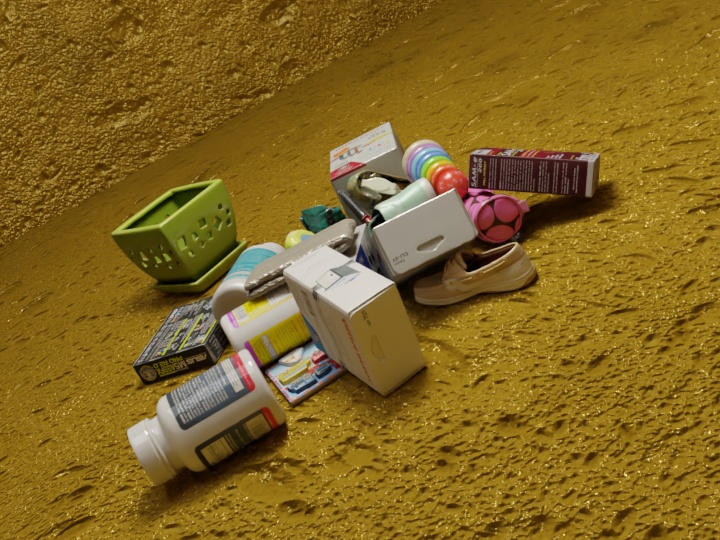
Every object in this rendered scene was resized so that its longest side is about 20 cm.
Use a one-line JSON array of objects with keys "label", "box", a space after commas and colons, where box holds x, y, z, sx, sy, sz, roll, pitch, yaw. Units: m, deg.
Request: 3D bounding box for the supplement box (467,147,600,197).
[{"label": "supplement box", "box": [0.284, -0.162, 1.535, 0.199, 0.061, 0.109, 5, 14, 17]}]

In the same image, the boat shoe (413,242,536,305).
[{"label": "boat shoe", "box": [0.163, -0.001, 1.421, 0.199, 0.069, 0.074, -14, 25, 29]}]

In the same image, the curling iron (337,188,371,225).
[{"label": "curling iron", "box": [0.008, -0.084, 1.708, 0.049, 0.026, 0.200, -17, 53, -20]}]

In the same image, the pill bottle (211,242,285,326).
[{"label": "pill bottle", "box": [-0.187, 0.025, 1.706, 0.110, 0.111, 0.200, -17, 24, 23]}]

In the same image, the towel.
[{"label": "towel", "box": [-0.096, -0.020, 1.537, 0.199, 0.035, 0.133, -27, 13, 9]}]

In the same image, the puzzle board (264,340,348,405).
[{"label": "puzzle board", "box": [-0.045, 0.124, 1.453, 0.199, 0.017, 0.151, -31, 22, -12]}]

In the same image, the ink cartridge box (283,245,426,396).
[{"label": "ink cartridge box", "box": [-0.011, 0.067, 1.333, 0.086, 0.147, 0.200, -33, 30, -20]}]

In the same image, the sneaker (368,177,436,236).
[{"label": "sneaker", "box": [0.059, -0.091, 1.639, 0.118, 0.074, 0.201, -28, -12, -11]}]

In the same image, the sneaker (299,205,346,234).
[{"label": "sneaker", "box": [-0.075, -0.057, 1.749, 0.083, 0.121, 0.200, -14, 26, 30]}]

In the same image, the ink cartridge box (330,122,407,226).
[{"label": "ink cartridge box", "box": [0.031, -0.180, 1.870, 0.145, 0.145, 0.200, -25, 21, 8]}]

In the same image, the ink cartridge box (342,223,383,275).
[{"label": "ink cartridge box", "box": [0.000, 0.000, 1.551, 0.044, 0.094, 0.200, -21, 17, 13]}]

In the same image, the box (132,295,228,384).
[{"label": "box", "box": [-0.307, 0.118, 1.727, 0.159, 0.044, 0.200, -17, 24, 21]}]

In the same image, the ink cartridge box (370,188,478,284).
[{"label": "ink cartridge box", "box": [0.096, -0.047, 1.479, 0.145, 0.084, 0.200, -27, -5, -3]}]

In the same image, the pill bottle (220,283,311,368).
[{"label": "pill bottle", "box": [-0.119, 0.075, 1.529, 0.199, 0.105, 0.104, -29, 22, -7]}]

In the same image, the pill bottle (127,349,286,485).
[{"label": "pill bottle", "box": [-0.216, 0.209, 1.317, 0.199, 0.120, 0.120, -30, 22, -8]}]

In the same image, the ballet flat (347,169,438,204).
[{"label": "ballet flat", "box": [0.074, -0.144, 1.735, 0.199, 0.071, 0.071, 11, 24, -5]}]

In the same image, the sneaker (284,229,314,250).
[{"label": "sneaker", "box": [-0.091, 0.013, 1.631, 0.104, 0.076, 0.201, -2, 59, 17]}]

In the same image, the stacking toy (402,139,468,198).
[{"label": "stacking toy", "box": [0.138, -0.165, 1.616, 0.085, 0.086, 0.200, -28, 24, -4]}]

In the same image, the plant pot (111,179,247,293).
[{"label": "plant pot", "box": [-0.375, -0.062, 2.021, 0.199, 0.182, 0.199, -3, 32, 45]}]

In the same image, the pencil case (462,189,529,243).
[{"label": "pencil case", "box": [0.208, -0.105, 1.581, 0.093, 0.091, 0.200, -34, 20, -1]}]
